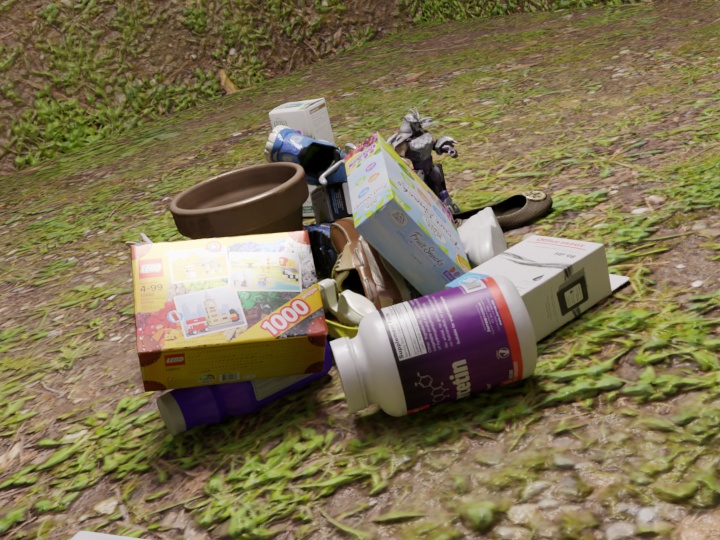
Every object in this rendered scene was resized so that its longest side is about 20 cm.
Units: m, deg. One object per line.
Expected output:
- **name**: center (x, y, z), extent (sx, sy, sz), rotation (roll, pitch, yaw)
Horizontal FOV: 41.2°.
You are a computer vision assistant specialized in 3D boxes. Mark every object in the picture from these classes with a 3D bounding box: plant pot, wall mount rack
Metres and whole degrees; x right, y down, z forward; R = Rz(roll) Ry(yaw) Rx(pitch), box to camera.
- **plant pot**: center (-0.157, -0.043, 1.389), extent (0.199, 0.175, 0.200), rotation (-13, 20, 5)
- **wall mount rack**: center (0.020, -0.080, 1.384), extent (0.074, 0.200, 0.174), rotation (-39, 33, -9)

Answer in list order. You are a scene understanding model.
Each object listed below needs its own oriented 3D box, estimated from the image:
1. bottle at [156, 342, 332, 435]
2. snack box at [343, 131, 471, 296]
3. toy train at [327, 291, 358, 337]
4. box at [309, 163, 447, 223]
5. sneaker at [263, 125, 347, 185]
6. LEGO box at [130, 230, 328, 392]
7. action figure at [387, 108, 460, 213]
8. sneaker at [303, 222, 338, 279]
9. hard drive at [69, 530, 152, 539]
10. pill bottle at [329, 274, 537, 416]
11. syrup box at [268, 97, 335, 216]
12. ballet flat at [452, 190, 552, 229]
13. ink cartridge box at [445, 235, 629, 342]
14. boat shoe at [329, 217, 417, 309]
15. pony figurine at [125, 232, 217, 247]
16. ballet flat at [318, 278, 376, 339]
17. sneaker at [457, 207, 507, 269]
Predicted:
- **bottle**: center (-0.133, 0.123, 1.092), extent (0.199, 0.066, 0.083), rotation (-24, 30, -24)
- **snack box**: center (0.060, -0.066, 1.232), extent (0.068, 0.169, 0.200), rotation (-37, 28, 18)
- **toy train**: center (-0.017, 0.049, 1.256), extent (0.046, 0.034, 0.200), rotation (9, 31, 41)
- **box**: center (0.028, -0.121, 1.552), extent (0.199, 0.060, 0.117), rotation (-11, 1, -17)
- **sneaker**: center (-0.063, -0.164, 1.494), extent (0.089, 0.079, 0.200), rotation (28, 9, 30)
- **LEGO box**: center (-0.146, 0.042, 1.057), extent (0.199, 0.077, 0.149), rotation (-6, 52, -12)
- **action figure**: center (0.100, -0.150, 1.456), extent (0.130, 0.201, 0.069), rotation (-27, 24, -29)
- **sneaker**: center (-0.041, -0.042, 1.459), extent (0.078, 0.076, 0.200), rotation (-17, 21, -21)
- **hard drive**: center (-0.251, 0.293, 0.788), extent (0.131, 0.025, 0.200), rotation (-3, 23, 30)
- **pill bottle**: center (0.074, 0.083, 0.990), extent (0.199, 0.113, 0.112), rotation (-17, 20, -4)
- **syrup box**: center (-0.093, -0.203, 1.729), extent (0.078, 0.201, 0.081), rotation (-1, 24, 30)
- **ballet flat**: center (0.199, -0.086, 1.441), extent (0.199, 0.047, 0.067), rotation (-19, 21, -11)
- **ink cartridge box**: center (0.213, 0.014, 1.138), extent (0.200, 0.067, 0.116), rotation (-28, 23, -32)
- **boat shoe**: center (0.000, 0.000, 1.237), extent (0.074, 0.076, 0.200), rotation (-16, 39, -20)
- **pony figurine**: center (-0.203, 0.037, 1.225), extent (0.199, 0.167, 0.194), rotation (8, 50, -20)
- **ballet flat**: center (-0.027, 0.048, 1.160), extent (0.067, 0.067, 0.200), rotation (-29, 37, -32)
- **sneaker**: center (0.154, -0.023, 1.296), extent (0.088, 0.075, 0.200), rotation (-24, 13, 11)
